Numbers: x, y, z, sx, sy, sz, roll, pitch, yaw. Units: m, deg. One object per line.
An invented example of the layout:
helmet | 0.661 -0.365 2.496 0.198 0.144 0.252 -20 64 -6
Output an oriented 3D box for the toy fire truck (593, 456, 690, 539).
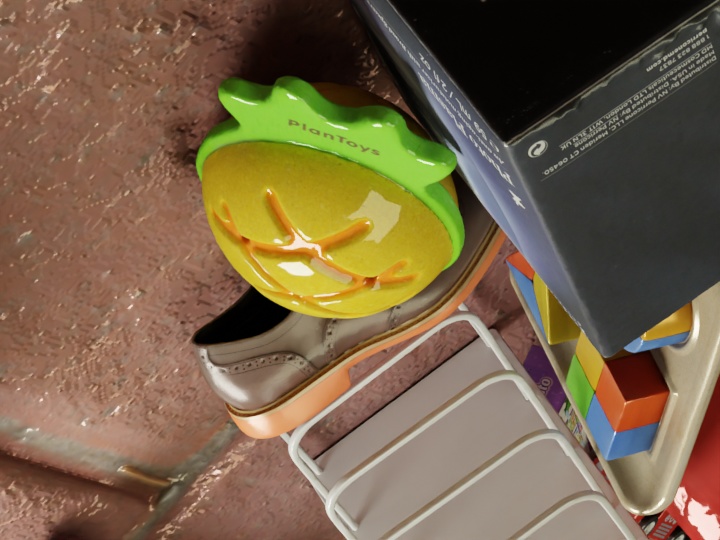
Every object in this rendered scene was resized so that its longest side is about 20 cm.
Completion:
toy fire truck | 0.218 0.108 1.764 0.141 0.049 0.200 -52 155 4

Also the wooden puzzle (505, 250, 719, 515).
wooden puzzle | 0.127 0.002 1.471 0.046 0.186 0.200 -9 144 -21

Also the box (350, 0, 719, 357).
box | 0.087 -0.099 1.327 0.123 0.200 0.198 -35 145 -2

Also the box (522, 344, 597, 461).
box | 0.109 0.154 1.728 0.137 0.039 0.200 -61 153 -24

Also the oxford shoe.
oxford shoe | 0.000 0.000 1.490 0.200 0.071 0.073 -42 125 -9

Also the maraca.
maraca | -0.014 -0.041 1.369 0.137 0.107 0.200 15 160 3

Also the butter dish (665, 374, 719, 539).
butter dish | 0.210 0.048 1.554 0.200 0.148 0.200 -53 177 27

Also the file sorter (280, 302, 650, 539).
file sorter | 0.048 0.114 1.552 0.139 0.200 0.125 -36 141 1
